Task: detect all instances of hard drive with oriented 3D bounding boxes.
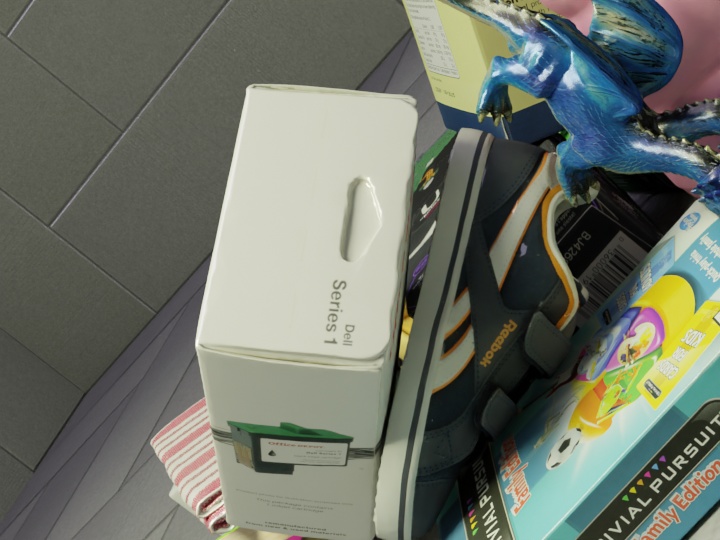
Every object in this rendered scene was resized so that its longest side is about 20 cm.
[{"bbox_3d":[0.076,-0.077,1.195,0.140,0.038,0.200,-44,12,33],"label":"hard drive"}]

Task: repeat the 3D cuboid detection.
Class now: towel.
[{"bbox_3d":[-0.052,0.091,0.874,0.146,0.030,0.200,-34,14,-10],"label":"towel"}]

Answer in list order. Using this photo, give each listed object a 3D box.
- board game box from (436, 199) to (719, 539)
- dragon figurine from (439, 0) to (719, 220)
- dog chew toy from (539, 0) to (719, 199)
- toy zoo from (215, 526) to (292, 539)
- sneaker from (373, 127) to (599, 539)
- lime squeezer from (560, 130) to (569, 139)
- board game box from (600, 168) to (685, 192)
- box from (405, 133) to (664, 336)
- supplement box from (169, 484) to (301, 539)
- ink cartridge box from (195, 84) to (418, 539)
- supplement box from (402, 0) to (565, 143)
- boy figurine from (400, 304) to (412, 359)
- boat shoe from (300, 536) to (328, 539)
[{"bbox_3d":[0.117,0.071,0.640,0.200,0.047,0.151,-49,10,10],"label":"board game box"},{"bbox_3d":[0.102,-0.091,0.629,0.059,0.200,0.099,-44,2,-33],"label":"dragon figurine"},{"bbox_3d":[0.160,-0.120,0.692,0.125,0.200,0.125,-48,9,11],"label":"dog chew toy"},{"bbox_3d":[-0.011,0.129,0.878,0.200,0.020,0.131,-26,-8,-43],"label":"toy zoo"},{"bbox_3d":[0.061,0.035,0.673,0.078,0.079,0.200,56,-132,-82],"label":"sneaker"},{"bbox_3d":[0.183,-0.137,1.017,0.200,0.038,0.071,-47,41,17],"label":"lime squeezer"},{"bbox_3d":[0.212,-0.112,0.940,0.135,0.029,0.200,-52,9,-3],"label":"board game box"},{"bbox_3d":[0.101,-0.012,0.844,0.122,0.106,0.200,-49,10,12],"label":"box"},{"bbox_3d":[-0.057,0.118,1.096,0.101,0.103,0.200,-45,10,25],"label":"supplement box"},{"bbox_3d":[-0.022,0.026,0.695,0.200,0.084,0.146,91,-174,-58],"label":"ink cartridge box"},{"bbox_3d":[0.122,-0.202,0.811,0.200,0.200,0.134,-23,15,-8],"label":"supplement box"},{"bbox_3d":[0.000,0.000,0.961,0.064,0.200,0.124,-28,-16,-27],"label":"boy figurine"},{"bbox_3d":[-0.058,0.209,0.864,0.200,0.066,0.074,-44,12,36],"label":"boat shoe"}]
